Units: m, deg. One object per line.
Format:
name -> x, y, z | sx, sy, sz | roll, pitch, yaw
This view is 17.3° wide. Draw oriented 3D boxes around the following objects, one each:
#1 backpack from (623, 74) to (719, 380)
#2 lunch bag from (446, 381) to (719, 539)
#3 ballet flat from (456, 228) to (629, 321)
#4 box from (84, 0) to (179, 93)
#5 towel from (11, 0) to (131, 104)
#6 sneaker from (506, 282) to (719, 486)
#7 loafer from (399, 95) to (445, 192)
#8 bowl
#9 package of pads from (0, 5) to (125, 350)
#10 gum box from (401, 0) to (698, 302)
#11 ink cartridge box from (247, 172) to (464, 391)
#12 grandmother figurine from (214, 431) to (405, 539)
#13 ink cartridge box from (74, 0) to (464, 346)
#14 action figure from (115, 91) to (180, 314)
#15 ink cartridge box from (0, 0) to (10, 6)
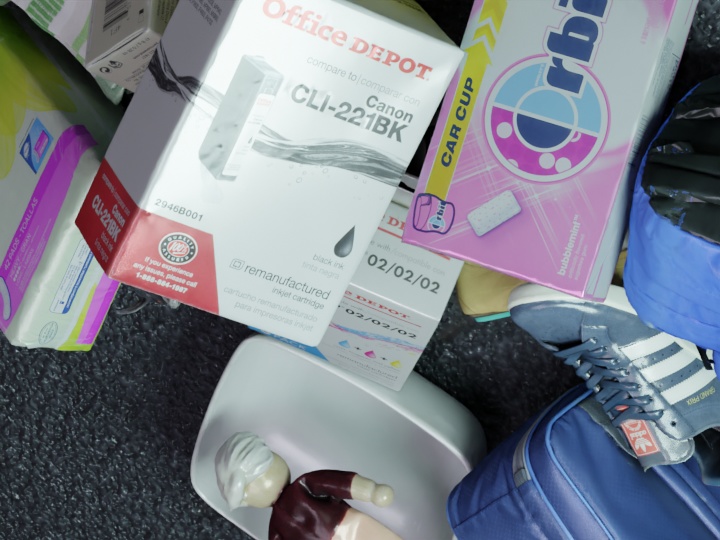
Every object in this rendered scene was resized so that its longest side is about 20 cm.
backpack -> 0.249, -0.005, 1.346 | 0.200, 0.163, 0.168 | 22, 136, 15
lunch bag -> 0.173, 0.173, 1.534 | 0.200, 0.136, 0.132 | 51, 136, 5
ballet flat -> 0.139, -0.009, 1.483 | 0.200, 0.069, 0.063 | -10, 103, 36
box -> -0.066, -0.128, 1.442 | 0.200, 0.082, 0.068 | 26, 146, -34
towel -> -0.193, -0.221, 1.506 | 0.200, 0.023, 0.153 | 43, 129, 24
sneaker -> 0.170, 0.073, 1.455 | 0.200, 0.085, 0.075 | 26, 156, -26
loafer -> 0.059, -0.077, 1.479 | 0.200, 0.063, 0.072 | -22, 112, 41
bowl -> -0.007, 0.127, 1.675 | 0.200, 0.075, 0.200 | 32, 135, 8
package of pads -> -0.217, -0.059, 1.558 | 0.200, 0.068, 0.155 | 50, 124, 37
gum box -> 0.112, -0.093, 1.362 | 0.113, 0.066, 0.201 | 18, 93, 17
ink cartridge box -> 0.000, 0.000, 1.506 | 0.115, 0.068, 0.200 | 22, 159, 0
grandmother figurine -> -0.019, 0.184, 1.640 | 0.200, 0.061, 0.121 | 37, 107, 6
ink cartridge box -> -0.053, -0.077, 1.357 | 0.144, 0.084, 0.200 | 19, 105, -28
action figure -> -0.131, -0.035, 1.598 | 0.102, 0.119, 0.200 | -121, 32, -48
ink cartridge box -> -0.330, -0.184, 1.647 | 0.200, 0.059, 0.104 | -26, 107, 43
